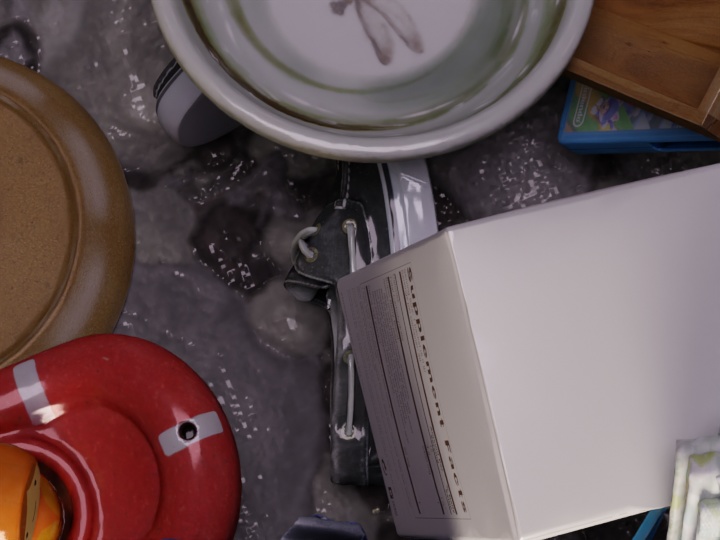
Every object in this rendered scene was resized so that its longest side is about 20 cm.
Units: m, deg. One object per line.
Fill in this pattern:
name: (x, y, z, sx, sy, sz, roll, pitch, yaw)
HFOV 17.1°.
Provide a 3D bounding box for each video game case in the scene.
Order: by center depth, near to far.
video game case: (0.178, -0.122, 1.038, 0.199, 0.018, 0.144, 1, 72, 47)

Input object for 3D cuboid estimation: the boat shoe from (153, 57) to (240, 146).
boat shoe: (-0.033, -0.141, 1.136, 0.057, 0.069, 0.200, 39, 73, 17)

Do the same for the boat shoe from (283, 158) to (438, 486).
boat shoe: (0.000, 0.000, 1.086, 0.070, 0.072, 0.201, -7, 76, -4)

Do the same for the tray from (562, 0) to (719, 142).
tray: (0.118, -0.130, 1.066, 0.200, 0.037, 0.099, 31, 94, 49)

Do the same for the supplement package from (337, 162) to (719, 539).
supplement package: (0.078, 0.037, 0.960, 0.120, 0.200, 0.121, -13, 87, -13)

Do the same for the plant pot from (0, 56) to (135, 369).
plant pot: (-0.206, -0.015, 1.125, 0.199, 0.028, 0.201, -1, 73, 3)

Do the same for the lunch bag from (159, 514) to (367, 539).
lunch bag: (-0.022, 0.171, 0.971, 0.135, 0.200, 0.133, 5, 74, 8)

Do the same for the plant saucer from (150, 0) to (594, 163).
plant saucer: (0.005, -0.132, 1.068, 0.199, 0.050, 0.201, 1, 68, -1)

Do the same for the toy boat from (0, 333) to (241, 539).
toy boat: (-0.149, 0.103, 1.029, 0.199, 0.131, 0.131, -23, 81, -4)

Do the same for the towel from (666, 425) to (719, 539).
towel: (0.202, 0.138, 0.864, 0.199, 0.048, 0.172, 6, 117, 2)

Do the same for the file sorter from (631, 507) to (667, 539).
file sorter: (0.171, 0.200, 0.987, 0.199, 0.139, 0.123, 32, 75, 11)
